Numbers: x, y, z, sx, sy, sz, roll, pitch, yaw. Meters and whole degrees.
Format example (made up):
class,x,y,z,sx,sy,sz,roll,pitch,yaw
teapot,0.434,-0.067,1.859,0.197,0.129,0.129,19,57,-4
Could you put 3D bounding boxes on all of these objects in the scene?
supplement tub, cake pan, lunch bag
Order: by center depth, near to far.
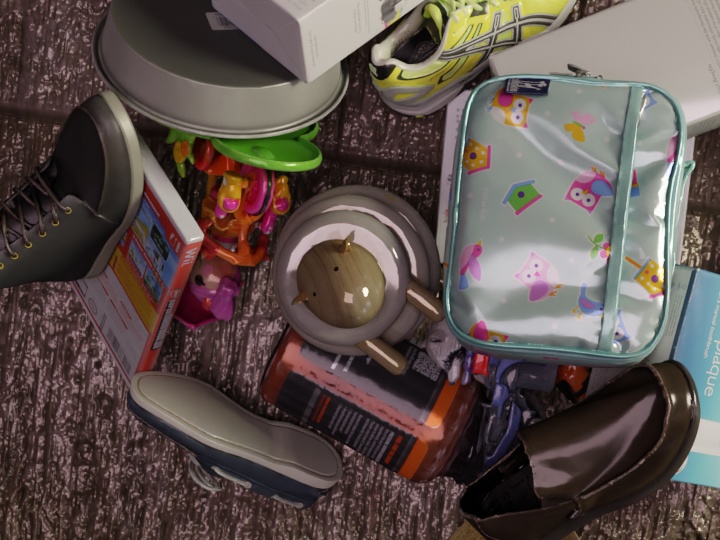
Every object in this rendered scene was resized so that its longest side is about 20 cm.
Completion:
class,x,y,z,sx,sy,sz,roll,pitch,yaw
lunch bag,0.142,-0.037,0.777,0.159,0.077,0.202,6,83,14
cake pan,-0.103,-0.177,0.872,0.199,0.201,0.037,20,134,6
supplement tub,0.025,0.103,0.931,0.199,0.107,0.108,29,101,4

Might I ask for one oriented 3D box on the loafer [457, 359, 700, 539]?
class,x,y,z,sx,sy,sz,roll,pitch,yaw
loafer,0.141,0.130,0.767,0.071,0.073,0.200,20,126,-35

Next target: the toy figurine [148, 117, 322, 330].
class,x,y,z,sx,sy,sz,roll,pitch,yaw
toy figurine,-0.112,-0.035,0.912,0.149,0.200,0.186,-2,116,-31

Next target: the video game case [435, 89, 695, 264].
class,x,y,z,sx,sy,sz,roll,pitch,yaw
video game case,0.164,-0.068,0.930,0.198,0.018,0.145,6,99,9

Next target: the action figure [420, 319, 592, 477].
class,x,y,z,sx,sy,sz,roll,pitch,yaw
action figure,0.134,0.084,0.882,0.192,0.105,0.202,16,98,-13

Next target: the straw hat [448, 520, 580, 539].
class,x,y,z,sx,sy,sz,roll,pitch,yaw
straw hat,0.152,0.288,0.944,0.085,0.201,0.203,10,103,-36

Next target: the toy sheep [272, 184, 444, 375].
class,x,y,z,sx,sy,sz,roll,pitch,yaw
toy sheep,0.000,0.000,0.852,0.136,0.200,0.139,1,99,5

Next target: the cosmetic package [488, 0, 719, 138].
class,x,y,z,sx,sy,sz,roll,pitch,yaw
cosmetic package,0.207,-0.143,0.863,0.198,0.085,0.109,-20,84,8

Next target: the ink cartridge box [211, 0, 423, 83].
class,x,y,z,sx,sy,sz,roll,pitch,yaw
ink cartridge box,-0.004,-0.241,0.845,0.200,0.068,0.115,-39,63,-19

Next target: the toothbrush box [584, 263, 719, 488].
class,x,y,z,sx,sy,sz,roll,pitch,yaw
toothbrush box,0.273,0.084,0.845,0.199,0.085,0.148,15,91,-28

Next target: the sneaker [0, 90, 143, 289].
class,x,y,z,sx,sy,sz,roll,pitch,yaw
sneaker,-0.232,-0.046,0.851,0.075,0.106,0.200,55,141,22

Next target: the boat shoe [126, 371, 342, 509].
class,x,y,z,sx,sy,sz,roll,pitch,yaw
boat shoe,-0.111,0.145,0.957,0.199,0.075,0.062,25,120,-26

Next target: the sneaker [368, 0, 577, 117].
class,x,y,z,sx,sy,sz,roll,pitch,yaw
sneaker,0.092,-0.196,0.886,0.200,0.076,0.076,-41,68,10

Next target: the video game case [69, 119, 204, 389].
class,x,y,z,sx,sy,sz,roll,pitch,yaw
video game case,-0.188,-0.015,0.913,0.143,0.017,0.201,55,141,23
